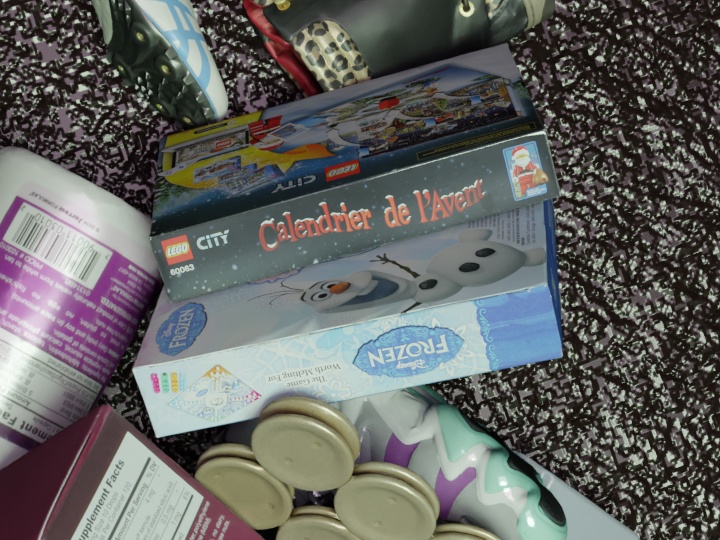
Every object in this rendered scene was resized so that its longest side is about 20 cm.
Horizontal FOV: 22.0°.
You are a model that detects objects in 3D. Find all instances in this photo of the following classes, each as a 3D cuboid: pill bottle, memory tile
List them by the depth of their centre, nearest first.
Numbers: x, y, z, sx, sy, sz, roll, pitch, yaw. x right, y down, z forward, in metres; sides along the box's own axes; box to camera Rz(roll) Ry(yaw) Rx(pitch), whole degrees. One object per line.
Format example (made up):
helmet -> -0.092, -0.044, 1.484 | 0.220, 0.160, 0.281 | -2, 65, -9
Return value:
memory tile -> -0.029, 0.143, 0.913 | 0.153, 0.200, 0.017 | 36, 45, -15
pill bottle -> -0.188, 0.046, 0.971 | 0.112, 0.112, 0.201 | 29, 83, -5

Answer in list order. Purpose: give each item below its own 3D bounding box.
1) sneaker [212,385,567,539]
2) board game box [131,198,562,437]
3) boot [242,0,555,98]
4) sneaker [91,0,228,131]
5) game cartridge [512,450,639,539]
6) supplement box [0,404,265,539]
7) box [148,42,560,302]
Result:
sneaker -> 0.003, 0.121, 0.952 | 0.200, 0.078, 0.140 | 39, 92, 36
board game box -> 0.000, 0.000, 0.933 | 0.197, 0.200, 0.044 | -11, 114, 10
boot -> -0.001, -0.188, 1.037 | 0.150, 0.073, 0.201 | -36, 97, -9
sneaker -> -0.123, -0.169, 1.019 | 0.072, 0.072, 0.201 | -34, 98, -28
game cartridge -> 0.071, 0.209, 1.001 | 0.133, 0.041, 0.201 | 36, 81, -39
supplement box -> -0.096, 0.172, 0.892 | 0.200, 0.110, 0.086 | 43, 43, -20
box -> -0.007, -0.053, 0.950 | 0.198, 0.137, 0.038 | -15, 115, 3
